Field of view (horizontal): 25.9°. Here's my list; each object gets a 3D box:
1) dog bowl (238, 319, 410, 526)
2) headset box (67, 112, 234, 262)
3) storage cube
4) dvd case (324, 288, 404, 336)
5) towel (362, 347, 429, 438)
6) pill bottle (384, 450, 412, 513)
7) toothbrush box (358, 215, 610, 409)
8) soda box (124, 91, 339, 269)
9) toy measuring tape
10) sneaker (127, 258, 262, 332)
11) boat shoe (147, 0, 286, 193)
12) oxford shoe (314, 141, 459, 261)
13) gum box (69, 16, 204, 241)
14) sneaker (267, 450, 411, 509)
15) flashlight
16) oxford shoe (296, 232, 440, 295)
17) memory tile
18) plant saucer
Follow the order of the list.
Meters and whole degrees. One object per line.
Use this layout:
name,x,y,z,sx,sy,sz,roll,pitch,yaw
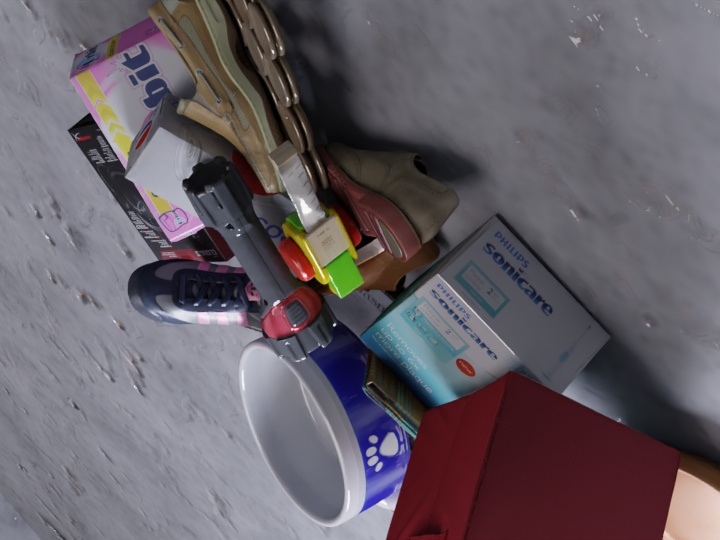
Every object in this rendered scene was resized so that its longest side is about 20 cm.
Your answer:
dog bowl,-0.038,0.148,1.559,0.200,0.079,0.201,42,146,38
headset box,-0.192,-0.091,1.617,0.149,0.077,0.200,-2,127,57
storage cube,0.137,0.214,1.306,0.199,0.181,0.171,25,156,-15
dvd case,0.000,0.050,1.597,0.143,0.018,0.200,42,153,10
towel,0.079,0.145,1.491,0.200,0.022,0.147,43,-163,-12
pill bottle,0.122,0.269,1.616,0.200,0.112,0.112,51,153,-9
toothbrush box,0.105,0.059,1.382,0.146,0.085,0.200,46,152,-2
soda box,-0.111,-0.077,1.427,0.199,0.064,0.068,30,121,-19
toy measuring tape,-0.048,-0.049,1.338,0.073,0.074,0.200,25,155,36
sneaker,-0.133,0.020,1.566,0.082,0.199,0.071,-18,71,51
boat shoe,-0.126,-0.152,1.375,0.201,0.076,0.072,64,171,5
oxford shoe,0.022,-0.072,1.347,0.200,0.075,0.071,45,167,54
gum box,-0.172,-0.134,1.472,0.201,0.113,0.066,61,-170,-26
sneaker,-0.004,0.206,1.703,0.199,0.075,0.100,14,155,-23
flashlight,-0.092,-0.011,1.401,0.067,0.068,0.201,-14,122,28
oxford shoe,0.000,0.000,1.460,0.071,0.072,0.200,38,149,-19
memory tile,-0.079,-0.173,1.345,0.153,0.017,0.201,56,167,45
plant saucer,0.303,0.228,1.380,0.200,0.037,0.201,34,150,23
